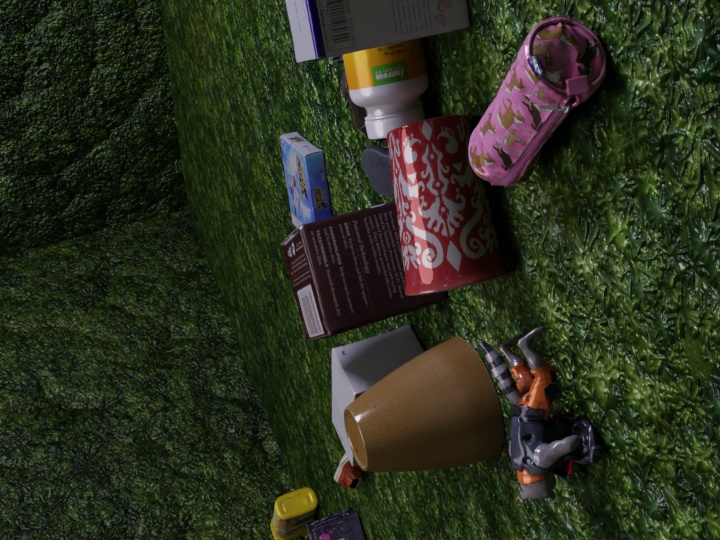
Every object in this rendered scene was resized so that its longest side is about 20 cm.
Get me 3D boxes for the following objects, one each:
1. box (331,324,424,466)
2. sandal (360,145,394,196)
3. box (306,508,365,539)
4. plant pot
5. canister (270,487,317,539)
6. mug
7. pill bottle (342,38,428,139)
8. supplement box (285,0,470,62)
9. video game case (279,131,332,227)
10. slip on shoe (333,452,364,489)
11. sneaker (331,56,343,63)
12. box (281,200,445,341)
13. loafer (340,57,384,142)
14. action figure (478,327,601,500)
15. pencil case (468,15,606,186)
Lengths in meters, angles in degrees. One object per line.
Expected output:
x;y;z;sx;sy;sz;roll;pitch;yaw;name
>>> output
0.035;0.218;1.521;0.203;0.149;0.107;91;157;-44;box
0.062;-0.154;1.323;0.199;0.042;0.078;13;125;61;sandal
-0.048;0.739;2.274;0.115;0.129;0.205;143;110;-73;box
0.080;0.217;1.296;0.186;0.196;0.191;164;90;-74;plant pot
-0.213;0.784;2.828;0.202;0.145;0.088;102;148;-53;canister
0.094;-0.081;1.120;0.177;0.130;0.205;175;83;-71;mug
0.031;-0.284;1.171;0.111;0.109;0.205;-154;51;-68;pill bottle
0.017;-0.317;1.038;0.103;0.196;0.104;-152;49;-69;supplement box
-0.113;-0.171;1.854;0.181;0.044;0.205;-139;37;-60;video game case
-0.014;0.451;2.055;0.061;0.074;0.202;32;142;12;slip on shoe
-0.021;-0.409;1.310;0.200;0.077;0.133;66;-159;-69;sneaker
0.000;0.000;1.366;0.166;0.196;0.168;153;101;-72;box
-0.004;-0.280;1.286;0.070;0.073;0.203;15;134;31;loafer
0.196;0.178;1.059;0.200;0.102;0.199;146;117;-70;action figure
0.170;-0.161;0.881;0.082;0.087;0.201;39;157;5;pencil case
